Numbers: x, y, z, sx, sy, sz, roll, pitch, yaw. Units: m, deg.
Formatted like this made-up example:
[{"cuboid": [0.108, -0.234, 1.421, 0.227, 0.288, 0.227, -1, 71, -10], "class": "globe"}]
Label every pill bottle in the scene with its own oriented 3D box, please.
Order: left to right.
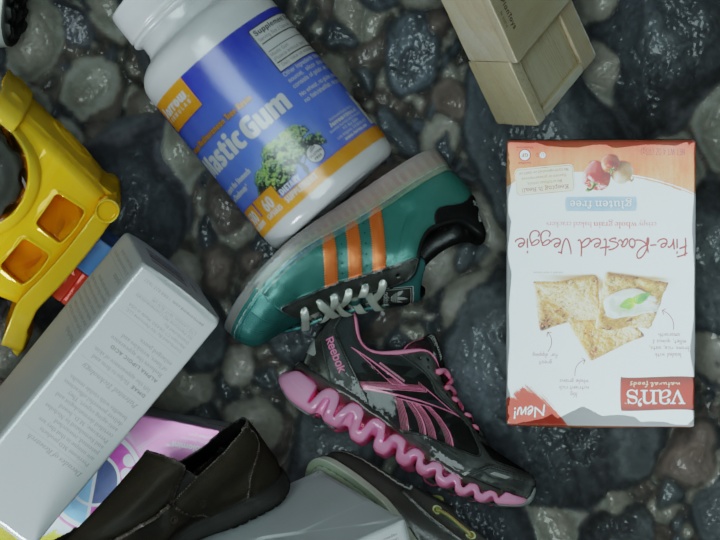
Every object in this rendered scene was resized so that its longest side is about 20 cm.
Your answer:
[{"cuboid": [-0.081, -0.125, 1.726, 0.112, 0.112, 0.200, -41, 88, 5], "class": "pill bottle"}]

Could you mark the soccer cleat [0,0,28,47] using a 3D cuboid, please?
[{"cuboid": [-0.273, -0.262, 1.763, 0.073, 0.068, 0.202, 4, 94, 9], "class": "soccer cleat"}]

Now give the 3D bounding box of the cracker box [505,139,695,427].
[{"cuboid": [0.169, 0.009, 1.736, 0.133, 0.058, 0.202, 0, 92, 5], "class": "cracker box"}]

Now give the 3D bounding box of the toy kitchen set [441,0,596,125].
[{"cuboid": [0.069, -0.234, 1.742, 0.163, 0.180, 0.201, -49, 126, -31], "class": "toy kitchen set"}]

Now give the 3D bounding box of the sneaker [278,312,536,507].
[{"cuboid": [0.045, 0.096, 1.747, 0.199, 0.079, 0.096, 30, 82, 2], "class": "sneaker"}]

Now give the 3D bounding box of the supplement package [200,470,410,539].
[{"cuboid": [-0.072, 0.237, 1.659, 0.199, 0.156, 0.112, -21, 105, -18], "class": "supplement package"}]

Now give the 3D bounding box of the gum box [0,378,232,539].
[{"cuboid": [-0.193, 0.149, 1.765, 0.198, 0.066, 0.115, 11, 91, 4], "class": "gum box"}]

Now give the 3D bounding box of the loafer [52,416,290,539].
[{"cuboid": [-0.143, 0.156, 1.668, 0.199, 0.073, 0.072, -25, 106, -32], "class": "loafer"}]

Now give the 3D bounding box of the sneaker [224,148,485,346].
[{"cuboid": [0.000, 0.000, 1.719, 0.199, 0.071, 0.080, -37, 75, -13], "class": "sneaker"}]

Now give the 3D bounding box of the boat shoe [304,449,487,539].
[{"cuboid": [0.047, 0.196, 1.751, 0.201, 0.060, 0.072, 42, 139, 15], "class": "boat shoe"}]

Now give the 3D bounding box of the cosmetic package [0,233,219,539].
[{"cuboid": [-0.189, 0.079, 1.675, 0.074, 0.102, 0.200, 38, 94, -17], "class": "cosmetic package"}]

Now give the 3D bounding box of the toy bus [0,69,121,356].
[{"cuboid": [-0.250, -0.011, 1.746, 0.192, 0.136, 0.200, 40, 96, -14], "class": "toy bus"}]
